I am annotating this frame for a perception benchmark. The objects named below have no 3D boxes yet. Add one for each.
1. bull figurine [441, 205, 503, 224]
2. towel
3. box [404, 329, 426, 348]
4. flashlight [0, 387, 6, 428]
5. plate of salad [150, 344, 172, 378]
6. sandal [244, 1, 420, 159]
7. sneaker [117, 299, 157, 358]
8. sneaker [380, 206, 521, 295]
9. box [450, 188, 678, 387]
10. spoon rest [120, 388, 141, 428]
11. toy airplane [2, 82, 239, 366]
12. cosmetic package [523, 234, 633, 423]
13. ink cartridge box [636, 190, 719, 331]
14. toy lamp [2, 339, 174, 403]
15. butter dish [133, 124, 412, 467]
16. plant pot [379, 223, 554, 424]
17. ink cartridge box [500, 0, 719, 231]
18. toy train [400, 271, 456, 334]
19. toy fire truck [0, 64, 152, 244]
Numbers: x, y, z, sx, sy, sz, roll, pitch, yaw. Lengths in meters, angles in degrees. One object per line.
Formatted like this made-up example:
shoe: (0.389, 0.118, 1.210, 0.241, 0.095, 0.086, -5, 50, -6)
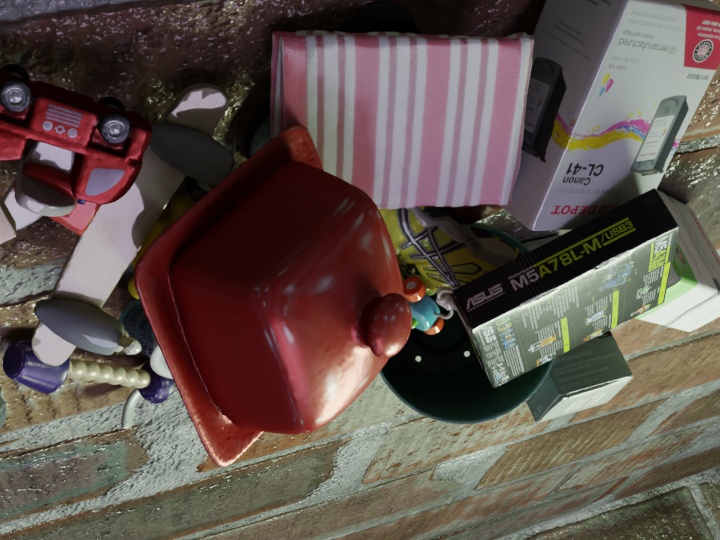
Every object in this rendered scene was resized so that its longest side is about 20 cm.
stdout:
bull figurine: (0.149, -0.108, 0.960, 0.199, 0.066, 0.121, -34, 148, 19)
towel: (0.030, -0.116, 0.780, 0.198, 0.030, 0.147, -1, 127, -6)
box: (0.001, 0.097, 1.232, 0.198, 0.042, 0.119, -23, 174, -2)
flashlight: (-0.375, 0.095, 0.956, 0.067, 0.068, 0.200, -14, 158, -26)
plate of salad: (-0.092, 0.046, 0.899, 0.198, 0.048, 0.200, -19, 159, -8)
sandal: (-0.028, -0.129, 0.805, 0.076, 0.043, 0.200, 3, 145, -41)
sneaker: (-0.185, 0.056, 1.028, 0.078, 0.086, 0.200, -63, 173, -5)
sneaker: (0.059, -0.020, 0.963, 0.199, 0.077, 0.075, 23, 175, -13)
box: (0.186, 0.024, 0.913, 0.192, 0.048, 0.200, -29, 156, 2)
spoon rest: (-0.176, 0.148, 1.173, 0.198, 0.061, 0.099, -3, 176, -7)
toy airplane: (-0.174, -0.028, 0.773, 0.198, 0.141, 0.201, -24, 139, -20)
cosmetic package: (0.223, 0.067, 1.199, 0.106, 0.201, 0.090, -14, 155, -21)
ink cartridge box: (0.353, -0.016, 1.198, 0.084, 0.146, 0.199, -36, 150, 29)
toy lamp: (-0.278, 0.104, 1.050, 0.058, 0.059, 0.199, -34, 154, 25)
butter dish: (-0.031, 0.027, 0.718, 0.200, 0.147, 0.201, -47, 135, -38)
plant pot: (0.099, 0.056, 1.094, 0.199, 0.202, 0.161, -19, 180, -5)
ink cartridge box: (0.202, -0.139, 0.839, 0.147, 0.086, 0.201, -3, 124, -36)
toy train: (0.000, 0.000, 0.934, 0.056, 0.200, 0.150, -51, 180, -17)
toy fire truck: (-0.250, -0.065, 0.661, 0.198, 0.049, 0.142, 16, 107, -26)
